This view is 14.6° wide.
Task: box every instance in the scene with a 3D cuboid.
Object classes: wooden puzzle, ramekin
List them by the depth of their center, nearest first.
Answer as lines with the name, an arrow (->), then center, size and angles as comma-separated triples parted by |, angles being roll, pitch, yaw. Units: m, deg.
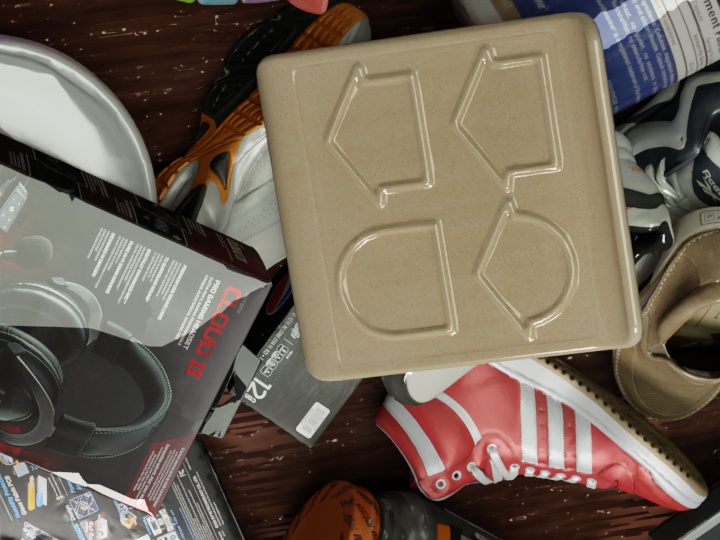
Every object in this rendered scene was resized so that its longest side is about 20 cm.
wooden puzzle -> 0.051, -0.041, 1.548 | 0.199, 0.046, 0.186 | -6, 100, 18
ramekin -> -0.217, -0.042, 1.578 | 0.201, 0.094, 0.203 | -3, 107, -9

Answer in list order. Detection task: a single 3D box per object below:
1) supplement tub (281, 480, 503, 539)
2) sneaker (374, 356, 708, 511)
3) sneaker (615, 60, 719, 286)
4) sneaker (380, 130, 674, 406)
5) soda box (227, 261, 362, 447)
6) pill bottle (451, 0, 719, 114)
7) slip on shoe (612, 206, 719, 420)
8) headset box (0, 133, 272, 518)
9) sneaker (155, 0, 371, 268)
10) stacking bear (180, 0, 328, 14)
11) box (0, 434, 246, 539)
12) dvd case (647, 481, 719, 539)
supplement tub -> 0.049, 0.211, 1.684 | 0.199, 0.123, 0.123 | 29, 100, -21
sneaker -> 0.103, 0.112, 1.687 | 0.200, 0.071, 0.113 | 34, 97, -2
sneaker -> 0.186, -0.045, 1.633 | 0.079, 0.130, 0.199 | 40, 96, -18
sneaker -> 0.093, 0.010, 1.597 | 0.200, 0.080, 0.074 | -44, 148, 10
soda box -> 0.000, 0.000, 1.642 | 0.063, 0.071, 0.200 | 35, 97, -17
pill bottle -> 0.161, -0.160, 1.603 | 0.199, 0.111, 0.111 | -28, 110, -1
slip on shoe -> 0.195, 0.042, 1.644 | 0.076, 0.061, 0.200 | 6, 146, -9
headset box -> -0.153, 0.030, 1.522 | 0.199, 0.077, 0.149 | 25, 101, -15
sneaker -> -0.051, -0.063, 1.624 | 0.092, 0.076, 0.200 | 34, 95, -40
stacking bear -> -0.111, -0.205, 1.541 | 0.199, 0.114, 0.122 | 7, 130, -3
box -> -0.172, 0.170, 1.675 | 0.198, 0.050, 0.201 | -24, 110, -2
dvd case -> 0.289, 0.151, 1.739 | 0.200, 0.025, 0.150 | -36, 133, 1
